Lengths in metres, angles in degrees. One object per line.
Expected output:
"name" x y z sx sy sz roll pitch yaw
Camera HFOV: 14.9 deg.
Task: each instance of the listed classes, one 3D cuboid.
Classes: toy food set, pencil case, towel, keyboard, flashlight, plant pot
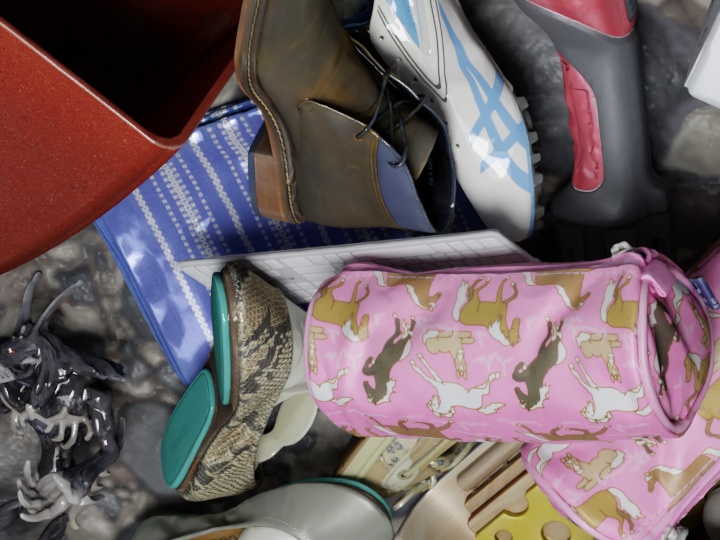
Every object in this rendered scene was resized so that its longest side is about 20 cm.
"toy food set" 0.132 0.131 1.445 0.143 0.060 0.200 43 117 -9
"pencil case" 0.066 0.036 1.296 0.199 0.087 0.083 -4 150 35
"towel" -0.037 -0.023 1.433 0.199 0.024 0.145 -18 111 21
"keyboard" 0.000 0.000 1.371 0.199 0.011 0.056 -6 158 37
"flashlight" 0.107 -0.087 1.344 0.068 0.068 0.201 -18 120 -19
"pencil case" 0.171 0.049 1.334 0.086 0.083 0.200 43 90 -8
"plant pot" -0.170 -0.118 1.335 0.199 0.200 0.176 37 132 -6

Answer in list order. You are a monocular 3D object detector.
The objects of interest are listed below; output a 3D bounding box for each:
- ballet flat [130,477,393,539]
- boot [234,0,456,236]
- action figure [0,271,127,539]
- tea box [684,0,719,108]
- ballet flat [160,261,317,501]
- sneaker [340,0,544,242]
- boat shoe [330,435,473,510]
"ballet flat" -0.060 0.158 1.466 0.199 0.064 0.067 -15 123 48
"boot" -0.002 -0.089 1.284 0.096 0.075 0.200 15 146 13
"action figure" -0.181 0.107 1.471 0.118 0.102 0.201 6 102 35
"tea box" 0.275 -0.149 1.228 0.196 0.134 0.201 22 119 2
"ballet flat" -0.054 0.056 1.432 0.075 0.068 0.200 -1 147 -14
"sneaker" 0.029 -0.100 1.341 0.072 0.072 0.201 -28 101 -11
"boat shoe" 0.044 0.073 1.426 0.063 0.073 0.200 33 128 -6
